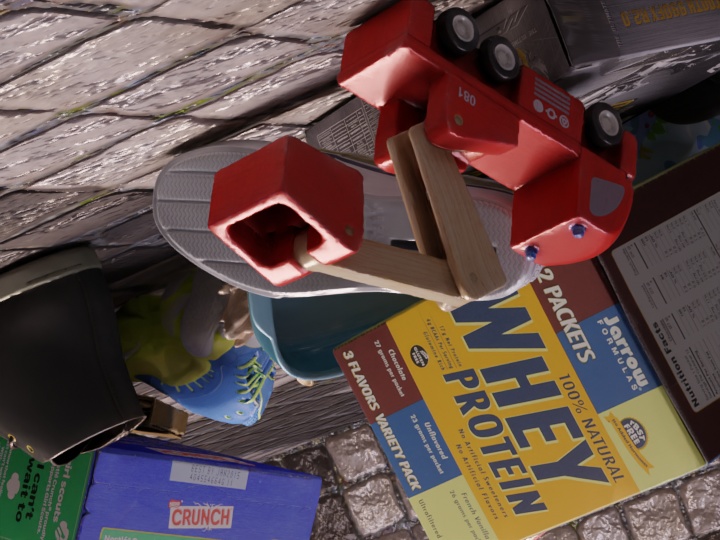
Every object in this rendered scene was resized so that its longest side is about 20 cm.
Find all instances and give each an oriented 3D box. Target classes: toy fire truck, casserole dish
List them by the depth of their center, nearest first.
[{"bbox_3d":[0.035,-0.036,0.986,0.200,0.142,0.049,29,143,-32],"label":"toy fire truck"},{"bbox_3d":[0.006,-0.012,1.300,0.200,0.122,0.039,-17,-161,-39],"label":"casserole dish"}]

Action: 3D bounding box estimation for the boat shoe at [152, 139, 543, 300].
[{"bbox_3d":[-0.001,-0.021,1.114,0.199,0.072,0.062,11,-168,21],"label":"boat shoe"}]

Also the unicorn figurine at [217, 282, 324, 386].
[{"bbox_3d":[0.000,0.000,1.381,0.074,0.138,0.200,-27,153,33],"label":"unicorn figurine"}]

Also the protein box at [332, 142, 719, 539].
[{"bbox_3d":[0.137,0.036,1.236,0.200,0.135,0.198,-26,177,-44],"label":"protein box"}]

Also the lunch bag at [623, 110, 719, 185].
[{"bbox_3d":[0.219,-0.038,1.442,0.127,0.171,0.200,-25,170,30],"label":"lunch bag"}]

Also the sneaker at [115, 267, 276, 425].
[{"bbox_3d":[-0.077,0.044,1.481,0.105,0.076,0.200,35,153,-26],"label":"sneaker"}]

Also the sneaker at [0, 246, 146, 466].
[{"bbox_3d":[-0.212,0.071,1.309,0.200,0.107,0.075,-25,171,35],"label":"sneaker"}]

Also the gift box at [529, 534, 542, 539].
[{"bbox_3d":[0.119,0.034,1.536,0.185,0.187,0.200,-43,-176,29],"label":"gift box"}]

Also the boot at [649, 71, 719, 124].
[{"bbox_3d":[0.257,-0.135,1.233,0.203,0.074,0.154,-21,177,25],"label":"boot"}]

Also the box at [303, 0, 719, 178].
[{"bbox_3d":[0.091,-0.094,1.151,0.158,0.049,0.200,-15,171,-39],"label":"box"}]

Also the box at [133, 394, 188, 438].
[{"bbox_3d":[-0.202,0.085,1.518,0.163,0.021,0.200,8,174,2],"label":"box"}]

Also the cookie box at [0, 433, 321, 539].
[{"bbox_3d":[-0.153,0.137,1.426,0.171,0.076,0.200,13,176,-39],"label":"cookie box"}]
